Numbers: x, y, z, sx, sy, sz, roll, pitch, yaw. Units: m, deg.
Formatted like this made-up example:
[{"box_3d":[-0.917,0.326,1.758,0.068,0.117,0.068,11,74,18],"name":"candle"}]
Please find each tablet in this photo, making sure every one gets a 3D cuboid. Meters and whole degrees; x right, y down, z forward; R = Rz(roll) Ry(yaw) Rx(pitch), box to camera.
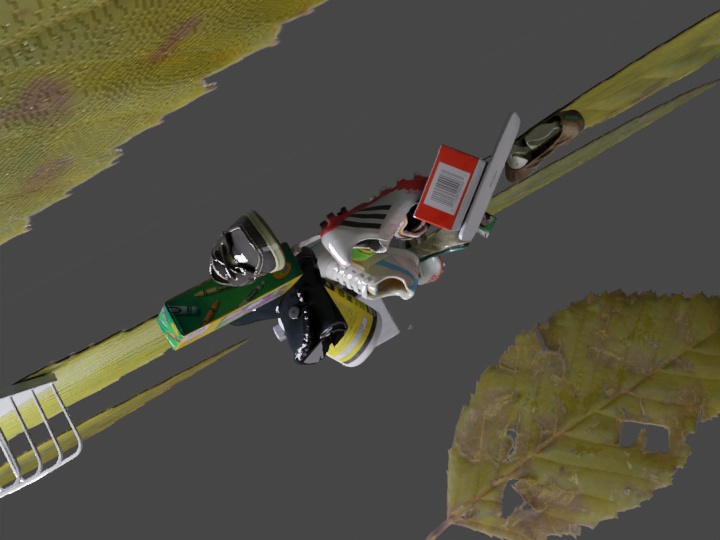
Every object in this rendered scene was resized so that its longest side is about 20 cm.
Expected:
[{"box_3d":[0.198,-0.139,1.420,0.130,0.014,0.201,-8,120,-76],"name":"tablet"}]

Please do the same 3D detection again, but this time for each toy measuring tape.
[{"box_3d":[-0.026,-0.039,1.497,0.199,0.074,0.073,-27,175,-41],"name":"toy measuring tape"}]

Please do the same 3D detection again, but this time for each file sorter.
[{"box_3d":[-0.494,0.241,1.263,0.138,0.125,0.200,-30,176,17],"name":"file sorter"}]

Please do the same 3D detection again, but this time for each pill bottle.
[{"box_3d":[-0.069,0.076,1.628,0.112,0.199,0.113,-42,-151,31],"name":"pill bottle"}]

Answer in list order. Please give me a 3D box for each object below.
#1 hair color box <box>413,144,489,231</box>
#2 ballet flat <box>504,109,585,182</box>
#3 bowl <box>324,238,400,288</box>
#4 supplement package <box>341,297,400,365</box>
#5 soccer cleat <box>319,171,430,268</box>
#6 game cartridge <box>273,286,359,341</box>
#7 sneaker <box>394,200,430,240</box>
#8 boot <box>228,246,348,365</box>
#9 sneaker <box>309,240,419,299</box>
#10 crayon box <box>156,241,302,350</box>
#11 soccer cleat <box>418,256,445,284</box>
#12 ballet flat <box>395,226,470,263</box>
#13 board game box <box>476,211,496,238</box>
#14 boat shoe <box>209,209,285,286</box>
[{"box_3d":[0.143,-0.121,1.396,0.112,0.064,0.200,-69,167,8],"name":"hair color box"},{"box_3d":[0.315,-0.226,1.697,0.072,0.068,0.200,1,155,-40],"name":"ballet flat"},{"box_3d":[-0.017,-0.020,1.749,0.199,0.075,0.200,-25,173,-44],"name":"bowl"},{"box_3d":[-0.026,0.074,1.912,0.121,0.201,0.120,-28,175,-12],"name":"supplement package"},{"box_3d":[0.034,-0.074,1.371,0.199,0.086,0.069,-28,175,-21],"name":"soccer cleat"},{"box_3d":[-0.071,0.071,1.756,0.199,0.039,0.130,-29,-179,-7],"name":"game cartridge"},{"box_3d":[0.082,-0.087,1.504,0.079,0.079,0.200,-6,-173,29],"name":"sneaker"},{"box_3d":[-0.125,0.080,1.485,0.200,0.169,0.076,-34,148,17],"name":"boot"},{"box_3d":[0.000,0.000,1.570,0.198,0.081,0.077,5,140,-2],"name":"sneaker"},{"box_3d":[-0.191,0.039,1.367,0.199,0.059,0.119,-28,176,-22],"name":"crayon box"},{"box_3d":[0.088,0.008,1.749,0.085,0.069,0.200,-32,-178,-26],"name":"soccer cleat"},{"box_3d":[0.107,-0.044,1.626,0.199,0.063,0.067,-21,177,37],"name":"ballet flat"},{"box_3d":[0.176,-0.106,1.673,0.029,0.134,0.200,-62,173,2],"name":"board game box"},{"box_3d":[-0.135,-0.014,1.058,0.066,0.072,0.201,-33,-179,-15],"name":"boat shoe"}]
